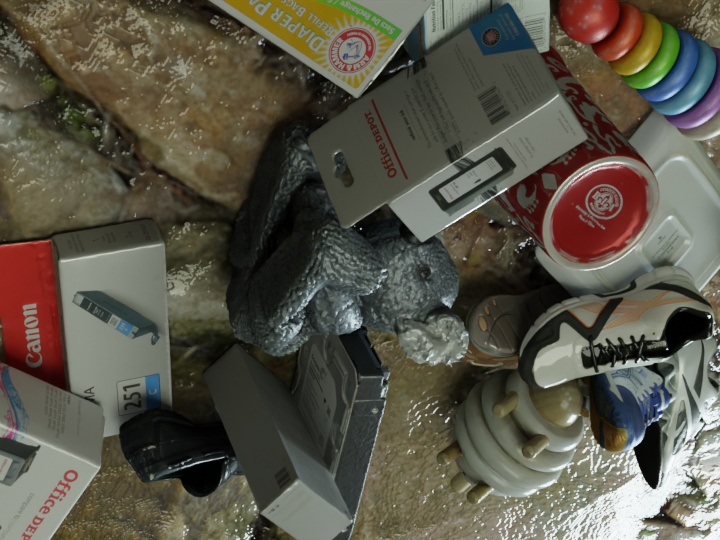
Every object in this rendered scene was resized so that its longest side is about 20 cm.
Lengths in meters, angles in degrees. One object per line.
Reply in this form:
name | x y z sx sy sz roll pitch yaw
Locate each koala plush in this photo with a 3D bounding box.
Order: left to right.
koala plush | 0.000 0.000 1.231 0.198 0.178 0.184 10 132 -29

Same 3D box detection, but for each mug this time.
mug | 0.181 -0.100 1.208 0.176 0.200 0.134 -2 123 -21

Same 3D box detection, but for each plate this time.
plate | 0.291 -0.030 1.377 0.200 0.032 0.200 -48 124 -3

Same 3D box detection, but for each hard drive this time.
hard drive | -0.029 0.139 1.321 0.037 0.140 0.201 1 123 -23

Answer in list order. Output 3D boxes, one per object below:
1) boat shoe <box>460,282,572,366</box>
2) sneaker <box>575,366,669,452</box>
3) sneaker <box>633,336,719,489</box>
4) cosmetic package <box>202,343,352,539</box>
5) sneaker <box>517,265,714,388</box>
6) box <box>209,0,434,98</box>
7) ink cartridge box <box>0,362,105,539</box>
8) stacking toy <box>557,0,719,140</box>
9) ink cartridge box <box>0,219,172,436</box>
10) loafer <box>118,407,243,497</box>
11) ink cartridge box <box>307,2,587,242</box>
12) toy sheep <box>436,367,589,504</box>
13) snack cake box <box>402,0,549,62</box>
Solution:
boat shoe | 0.171 0.058 1.404 0.199 0.076 0.072 3 155 -34
sneaker | 0.269 0.125 1.401 0.087 0.200 0.076 1 103 0
sneaker | 0.350 0.154 1.532 0.088 0.074 0.202 -9 126 -15
cosmetic package | -0.079 0.158 1.274 0.051 0.200 0.082 -43 127 8
sneaker | 0.243 0.060 1.328 0.199 0.080 0.074 -25 125 -7
box | -0.057 -0.238 1.071 0.199 0.113 0.102 29 109 -36
ink cartridge box | -0.340 0.153 1.206 0.199 0.086 0.148 28 115 -22
stacking toy | 0.257 -0.198 1.257 0.199 0.086 0.086 29 108 -29
ink cartridge box | -0.257 0.062 1.234 0.175 0.045 0.202 -10 125 -18
loafer | -0.149 0.178 1.309 0.068 0.071 0.200 -27 156 23
ink cartridge box | 0.067 -0.108 1.132 0.199 0.117 0.068 -31 140 12
toy sheep | 0.152 0.168 1.424 0.137 0.139 0.200 21 134 -32
snack cake box | 0.091 -0.269 1.140 0.114 0.067 0.201 -13 126 -12
